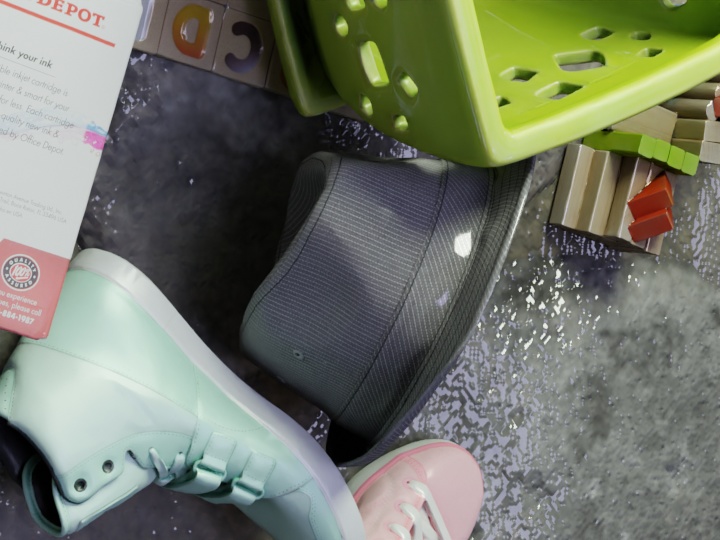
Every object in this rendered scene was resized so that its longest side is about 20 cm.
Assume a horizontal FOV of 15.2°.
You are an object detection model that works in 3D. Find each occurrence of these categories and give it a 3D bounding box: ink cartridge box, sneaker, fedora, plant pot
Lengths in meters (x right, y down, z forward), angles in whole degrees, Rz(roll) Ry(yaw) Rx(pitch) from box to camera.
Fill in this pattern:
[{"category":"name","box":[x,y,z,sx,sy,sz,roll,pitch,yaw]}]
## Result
[{"category":"ink cartridge box","box":[-0.174,-0.082,1.199,0.116,0.067,0.201,20,85,-38]},{"category":"sneaker","box":[-0.094,0.099,1.268,0.200,0.074,0.118,45,62,-16]},{"category":"fedora","box":[0.000,0.000,1.286,0.090,0.200,0.177,24,69,-8]},{"category":"sneaker","box":[0.012,0.160,1.351,0.200,0.105,0.075,-37,114,-30]},{"category":"plant pot","box":[0.054,-0.174,1.285,0.199,0.181,0.201,-24,110,-34]}]

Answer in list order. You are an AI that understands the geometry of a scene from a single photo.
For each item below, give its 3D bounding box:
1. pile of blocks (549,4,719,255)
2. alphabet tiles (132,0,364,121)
[{"category":"pile of blocks","box":[0.180,-0.094,1.479,0.082,0.062,0.200,47,67,-32]},{"category":"alphabet tiles","box":[-0.056,-0.177,1.319,0.200,0.008,0.168,15,86,-39]}]
